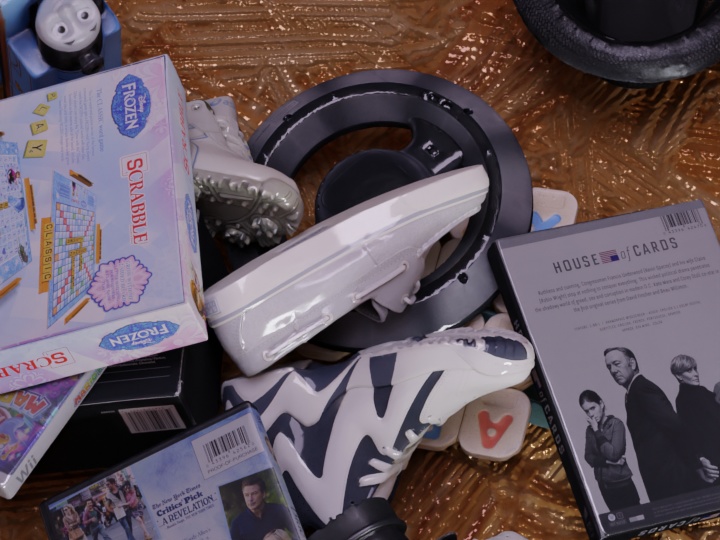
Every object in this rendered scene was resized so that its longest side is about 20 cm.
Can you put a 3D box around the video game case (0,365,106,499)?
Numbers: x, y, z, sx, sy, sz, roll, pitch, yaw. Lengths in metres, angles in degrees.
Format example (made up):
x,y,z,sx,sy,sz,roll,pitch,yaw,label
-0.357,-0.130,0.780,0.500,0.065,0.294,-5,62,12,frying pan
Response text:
x,y,z,sx,sy,sz,roll,pitch,yaw,label
-0.209,0.032,1.696,0.143,0.018,0.200,20,62,29,video game case

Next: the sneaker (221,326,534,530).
x,y,z,sx,sy,sz,roll,pitch,yaw,label
0.019,0.110,1.706,0.199,0.079,0.130,-12,93,14,sneaker

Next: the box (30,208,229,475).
x,y,z,sx,sy,sz,roll,pitch,yaw,label
-0.189,0.048,1.738,0.200,0.079,0.141,-6,55,13,box

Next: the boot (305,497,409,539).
x,y,z,sx,sy,sz,roll,pitch,yaw,label
-0.011,0.243,1.607,0.198,0.073,0.163,-39,63,10,boot

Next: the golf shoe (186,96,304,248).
x,y,z,sx,sy,sz,roll,pitch,yaw,label
-0.100,-0.074,1.785,0.200,0.078,0.097,12,63,45,golf shoe

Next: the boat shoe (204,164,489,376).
x,y,z,sx,sy,sz,roll,pitch,yaw,label
0.000,0.000,1.721,0.200,0.072,0.069,-29,98,-25,boat shoe

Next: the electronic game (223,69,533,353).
x,y,z,sx,sy,sz,roll,pitch,yaw,label
0.011,-0.039,1.798,0.200,0.042,0.200,-3,64,7,electronic game

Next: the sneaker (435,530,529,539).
x,y,z,sx,sy,sz,roll,pitch,yaw,label
0.062,0.195,1.689,0.200,0.074,0.089,6,39,14,sneaker

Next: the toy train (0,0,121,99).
x,y,z,sx,sy,sz,roll,pitch,yaw,label
-0.200,-0.150,1.813,0.087,0.200,0.114,-34,76,-16,toy train

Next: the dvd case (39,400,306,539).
x,y,z,sx,sy,sz,roll,pitch,yaw,label
-0.092,0.189,1.607,0.143,0.018,0.200,-26,62,8,dvd case

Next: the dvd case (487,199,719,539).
x,y,z,sx,sy,sz,roll,pitch,yaw,label
0.178,0.060,1.740,0.150,0.025,0.200,-11,69,-21,dvd case

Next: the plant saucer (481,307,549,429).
x,y,z,sx,sy,sz,roll,pitch,yaw,label
0.121,0.065,1.781,0.200,0.019,0.070,15,63,12,plant saucer

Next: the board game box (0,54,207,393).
x,y,z,sx,sy,sz,roll,pitch,yaw,label
-0.197,-0.021,1.694,0.199,0.041,0.200,-14,51,9,board game box

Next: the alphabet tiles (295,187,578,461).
x,y,z,sx,sy,sz,roll,pitch,yaw,label
0.062,0.024,1.786,0.200,0.015,0.196,9,62,13,alphabet tiles

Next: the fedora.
x,y,z,sx,sy,sz,roll,pitch,yaw,label
0.187,-0.194,1.877,0.200,0.092,0.201,-1,61,2,fedora
